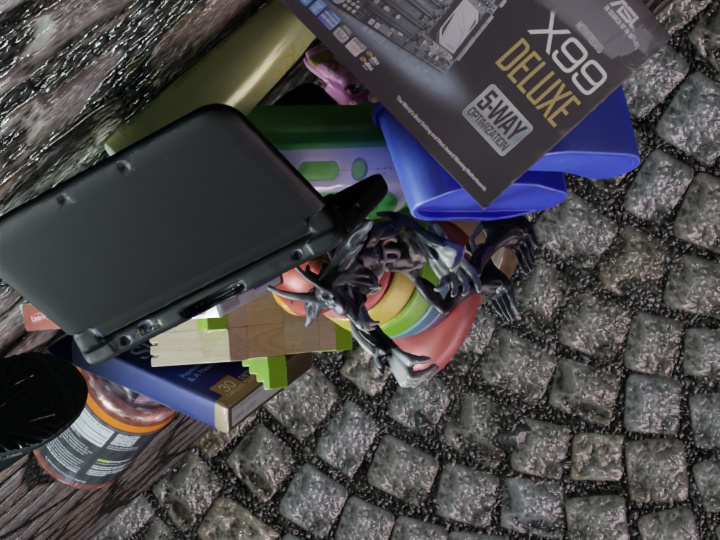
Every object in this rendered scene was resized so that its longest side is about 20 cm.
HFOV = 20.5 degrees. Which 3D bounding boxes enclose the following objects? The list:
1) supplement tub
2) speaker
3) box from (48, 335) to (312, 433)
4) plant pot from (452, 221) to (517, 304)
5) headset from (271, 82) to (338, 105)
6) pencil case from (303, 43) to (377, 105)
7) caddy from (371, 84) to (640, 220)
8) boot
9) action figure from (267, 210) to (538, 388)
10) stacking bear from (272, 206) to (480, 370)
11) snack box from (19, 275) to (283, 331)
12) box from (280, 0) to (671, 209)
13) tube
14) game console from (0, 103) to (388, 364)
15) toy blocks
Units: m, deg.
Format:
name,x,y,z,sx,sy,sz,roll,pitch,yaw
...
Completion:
name,x,y,z,sx,sy,sz,roll,pitch,yaw
supplement tub,-0.226,0.117,1.849,0.107,0.107,0.200,-37,173,-43
speaker,-0.047,-0.073,1.363,0.199,0.089,0.088,-5,150,-44
box,-0.155,0.064,1.683,0.121,0.199,0.033,-37,137,-45
plant pot,0.069,-0.047,2.387,0.200,0.201,0.174,-44,158,28
headset,-0.086,-0.070,1.510,0.200,0.094,0.124,-46,158,-43
pencil case,0.053,-0.193,1.459,0.200,0.087,0.083,-42,145,5
caddy,0.100,-0.104,1.354,0.141,0.105,0.200,-26,165,37
boot,-0.319,0.154,1.599,0.200,0.077,0.168,-31,168,-26
action figure,0.039,0.011,1.404,0.199,0.102,0.119,-12,143,-36
stacking bear,0.000,0.000,1.521,0.114,0.122,0.200,-50,151,17
snack box,-0.152,0.017,1.430,0.199,0.024,0.072,-5,-163,39
box,0.065,-0.159,1.189,0.158,0.200,0.050,-41,-152,8
tube,-0.072,-0.127,1.250,0.200,0.052,0.058,-45,-147,-8
game console,-0.108,-0.035,1.241,0.199,0.117,0.176,-25,-171,23
toy blocks,-0.117,0.046,1.582,0.136,0.101,0.200,-5,179,32
